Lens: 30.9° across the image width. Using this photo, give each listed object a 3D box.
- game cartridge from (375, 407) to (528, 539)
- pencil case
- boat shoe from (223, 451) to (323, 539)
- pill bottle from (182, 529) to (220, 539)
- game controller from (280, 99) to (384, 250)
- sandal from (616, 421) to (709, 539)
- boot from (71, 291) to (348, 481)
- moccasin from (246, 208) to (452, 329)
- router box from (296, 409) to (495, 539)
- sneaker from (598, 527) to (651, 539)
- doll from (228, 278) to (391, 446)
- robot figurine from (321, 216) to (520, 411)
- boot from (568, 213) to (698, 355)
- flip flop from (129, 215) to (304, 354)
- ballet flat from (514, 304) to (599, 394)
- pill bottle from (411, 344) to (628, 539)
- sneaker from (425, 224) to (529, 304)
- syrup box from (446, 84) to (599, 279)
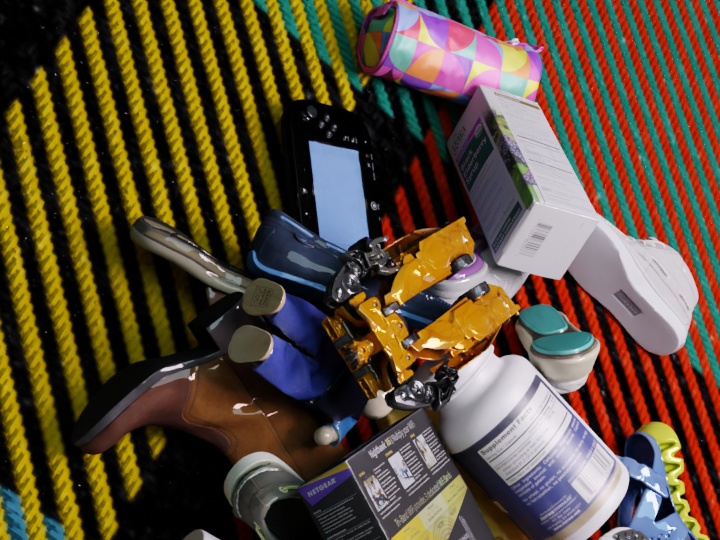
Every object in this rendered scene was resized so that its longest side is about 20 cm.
[{"bbox_3d":[0.110,0.211,1.221,0.174,0.032,0.203,-4,71,-34],"label":"game cartridge"},{"bbox_3d":[0.095,-0.220,1.355,0.198,0.088,0.090,12,64,-29],"label":"pencil case"},{"bbox_3d":[-0.028,0.219,1.073,0.201,0.060,0.072,38,91,-35],"label":"boat shoe"},{"bbox_3d":[-0.066,0.289,1.021,0.199,0.112,0.113,35,56,-16],"label":"pill bottle"},{"bbox_3d":[-0.024,-0.065,1.239,0.103,0.042,0.203,4,69,-31],"label":"game controller"},{"bbox_3d":[0.290,0.254,1.294,0.086,0.080,0.202,-4,65,-30],"label":"sandal"},{"bbox_3d":[-0.118,0.150,1.084,0.188,0.068,0.201,-39,110,-24],"label":"boot"},{"bbox_3d":[0.000,0.000,1.151,0.198,0.080,0.069,21,75,-24],"label":"moccasin"},{"bbox_3d":[0.040,0.211,1.066,0.159,0.052,0.200,62,21,5],"label":"router box"},{"bbox_3d":[0.217,0.326,1.211,0.075,0.081,0.201,31,55,6],"label":"sneaker"},{"bbox_3d":[-0.026,0.075,1.084,0.200,0.048,0.138,39,59,-48],"label":"doll"},{"bbox_3d":[0.047,0.036,1.076,0.199,0.058,0.146,-30,86,-46],"label":"robot figurine"},{"bbox_3d":[0.290,-0.008,1.410,0.201,0.073,0.096,50,46,-16],"label":"boot"},{"bbox_3d":[-0.119,0.025,1.127,0.199,0.081,0.058,33,89,-18],"label":"flip flop"},{"bbox_3d":[0.191,0.083,1.247,0.068,0.200,0.071,0,101,0],"label":"ballet flat"},{"bbox_3d":[0.139,0.149,1.178,0.200,0.111,0.111,47,53,-5],"label":"pill bottle"},{"bbox_3d":[0.115,0.014,1.290,0.199,0.074,0.101,-24,125,-51],"label":"sneaker"},{"bbox_3d":[0.156,-0.090,1.291,0.081,0.079,0.201,13,36,-25],"label":"syrup box"}]
